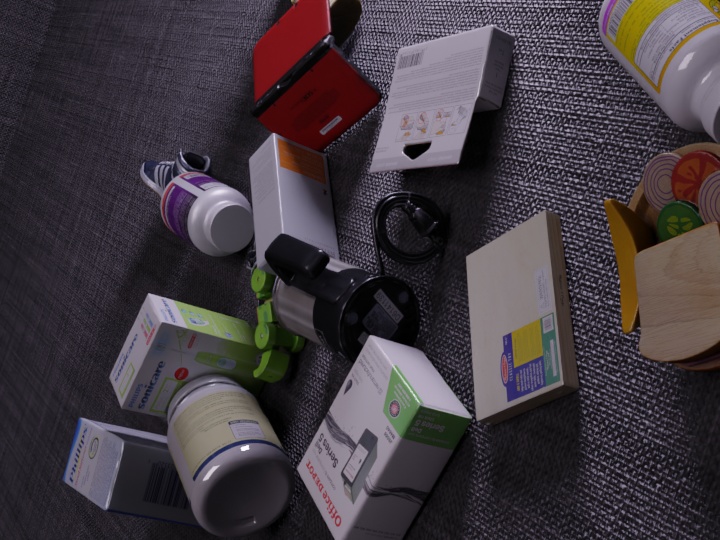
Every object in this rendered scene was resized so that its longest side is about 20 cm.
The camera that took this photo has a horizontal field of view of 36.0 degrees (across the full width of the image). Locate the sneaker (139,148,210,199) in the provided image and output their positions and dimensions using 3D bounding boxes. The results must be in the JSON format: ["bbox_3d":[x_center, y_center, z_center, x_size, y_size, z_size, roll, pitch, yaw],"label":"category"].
[{"bbox_3d":[-0.337,-0.184,2.028,0.200,0.069,0.110,44,117,47],"label":"sneaker"}]

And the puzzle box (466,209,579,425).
[{"bbox_3d":[0.170,0.052,1.194,0.132,0.025,0.203,-31,51,46],"label":"puzzle box"}]

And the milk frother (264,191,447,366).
[{"bbox_3d":[0.000,0.000,1.402,0.199,0.182,0.187,-34,26,-21],"label":"milk frother"}]

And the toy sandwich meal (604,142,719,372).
[{"bbox_3d":[0.286,-0.012,0.975,0.204,0.069,0.209,0,90,56],"label":"toy sandwich meal"}]

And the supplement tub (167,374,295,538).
[{"bbox_3d":[-0.184,0.250,1.524,0.146,0.143,0.200,-61,34,17],"label":"supplement tub"}]

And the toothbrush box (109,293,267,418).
[{"bbox_3d":[-0.241,0.138,1.614,0.147,0.198,0.086,-61,34,15],"label":"toothbrush box"}]

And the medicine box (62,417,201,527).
[{"bbox_3d":[-0.325,0.304,1.676,0.199,0.180,0.105,6,79,57],"label":"medicine box"}]

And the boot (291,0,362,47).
[{"bbox_3d":[-0.085,-0.383,1.744,0.200,0.071,0.156,-50,39,23],"label":"boot"}]

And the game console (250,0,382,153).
[{"bbox_3d":[-0.067,-0.291,1.634,0.199,0.172,0.119,-33,22,45],"label":"game console"}]

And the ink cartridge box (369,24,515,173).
[{"bbox_3d":[0.100,-0.206,1.405,0.199,0.044,0.179,2,76,57],"label":"ink cartridge box"}]

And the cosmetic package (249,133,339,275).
[{"bbox_3d":[-0.097,-0.087,1.594,0.071,0.100,0.202,-40,45,38],"label":"cosmetic package"}]

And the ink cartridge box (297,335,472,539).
[{"bbox_3d":[0.023,0.203,1.288,0.202,0.083,0.146,-62,34,16],"label":"ink cartridge box"}]

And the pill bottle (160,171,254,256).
[{"bbox_3d":[-0.246,-0.090,1.809,0.199,0.111,0.114,28,99,57],"label":"pill bottle"}]

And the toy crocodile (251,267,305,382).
[{"bbox_3d":[-0.124,0.057,1.579,0.061,0.067,0.204,-20,69,49],"label":"toy crocodile"}]

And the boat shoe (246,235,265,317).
[{"bbox_3d":[-0.138,-0.011,1.649,0.071,0.067,0.203,-14,64,53],"label":"boat shoe"}]

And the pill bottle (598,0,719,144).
[{"bbox_3d":[0.308,-0.199,1.032,0.105,0.103,0.201,-54,37,26],"label":"pill bottle"}]
